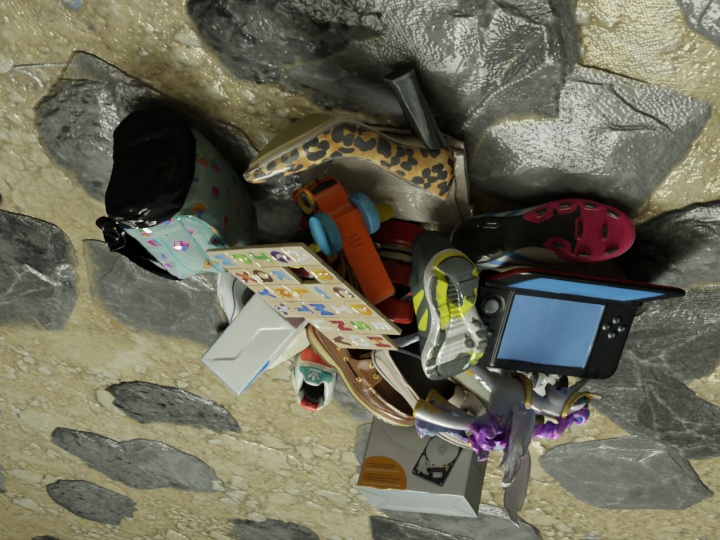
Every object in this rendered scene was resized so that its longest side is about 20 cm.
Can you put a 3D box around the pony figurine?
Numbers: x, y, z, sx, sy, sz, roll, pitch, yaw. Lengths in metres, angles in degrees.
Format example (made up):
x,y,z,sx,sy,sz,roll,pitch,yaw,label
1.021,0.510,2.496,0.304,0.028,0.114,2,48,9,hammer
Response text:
x,y,z,sx,sy,sz,roll,pitch,yaw,label
0.169,0.181,1.316,0.199,0.194,0.167,19,152,16,pony figurine

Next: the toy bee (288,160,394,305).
x,y,z,sx,sy,sz,roll,pitch,yaw,label
-0.025,-0.061,1.187,0.130,0.201,0.109,-6,-170,-26,toy bee

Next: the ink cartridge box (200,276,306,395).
x,y,z,sx,sy,sz,roll,pitch,yaw,label
-0.113,0.069,1.389,0.067,0.200,0.116,42,105,1,ink cartridge box

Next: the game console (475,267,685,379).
x,y,z,sx,sy,sz,roll,pitch,yaw,label
0.233,0.063,1.237,0.199,0.119,0.173,8,113,-12,game console

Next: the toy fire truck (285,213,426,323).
x,y,z,sx,sy,sz,roll,pitch,yaw,label
0.000,0.000,1.318,0.199,0.113,0.168,10,176,1,toy fire truck

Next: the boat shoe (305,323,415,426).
x,y,z,sx,sy,sz,roll,pitch,yaw,label
0.012,0.126,1.473,0.200,0.072,0.068,46,142,5,boat shoe

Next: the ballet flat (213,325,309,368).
x,y,z,sx,sy,sz,roll,pitch,yaw,label
-0.146,0.115,1.563,0.069,0.070,0.199,37,149,-30,ballet flat

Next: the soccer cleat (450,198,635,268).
x,y,z,sx,sy,sz,roll,pitch,yaw,label
0.198,-0.040,1.209,0.199,0.070,0.086,-3,177,12,soccer cleat

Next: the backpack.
x,y,z,sx,sy,sz,roll,pitch,yaw,label
-0.200,-0.069,1.252,0.126,0.168,0.200,-3,149,19,backpack

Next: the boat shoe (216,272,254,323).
x,y,z,sx,sy,sz,roll,pitch,yaw,label
-0.157,0.023,1.460,0.065,0.074,0.200,44,155,12,boat shoe

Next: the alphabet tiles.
x,y,z,sx,sy,sz,roll,pitch,yaw,label
-0.052,0.032,1.201,0.167,0.008,0.200,-2,144,48,alphabet tiles

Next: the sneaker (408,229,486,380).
x,y,z,sx,sy,sz,roll,pitch,yaw,label
0.094,0.037,1.218,0.074,0.085,0.201,-13,134,-12,sneaker

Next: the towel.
x,y,z,sx,sy,sz,roll,pitch,yaw,label
0.022,-0.103,1.207,0.199,0.035,0.133,6,146,16,towel

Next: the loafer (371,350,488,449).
x,y,z,sx,sy,sz,roll,pitch,yaw,label
0.097,0.159,1.416,0.200,0.072,0.063,41,168,1,loafer

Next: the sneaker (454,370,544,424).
x,y,z,sx,sy,sz,roll,pitch,yaw,label
0.183,0.127,1.432,0.200,0.090,0.067,37,-174,-19,sneaker

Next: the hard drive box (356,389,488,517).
x,y,z,sx,sy,sz,roll,pitch,yaw,label
0.096,0.226,1.515,0.155,0.201,0.077,0,146,23,hard drive box

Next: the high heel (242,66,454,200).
x,y,z,sx,sy,sz,roll,pitch,yaw,label
-0.004,-0.094,1.090,0.199,0.071,0.143,-28,115,-5,high heel

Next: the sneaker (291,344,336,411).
x,y,z,sx,sy,sz,roll,pitch,yaw,label
-0.073,0.170,1.607,0.070,0.094,0.200,16,147,1,sneaker

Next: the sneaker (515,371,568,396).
x,y,z,sx,sy,sz,roll,pitch,yaw,label
0.240,0.105,1.387,0.088,0.074,0.200,-3,143,31,sneaker

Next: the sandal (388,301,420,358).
x,y,z,sx,sy,sz,roll,pitch,yaw,label
0.063,0.069,1.352,0.199,0.076,0.043,-2,150,35,sandal
